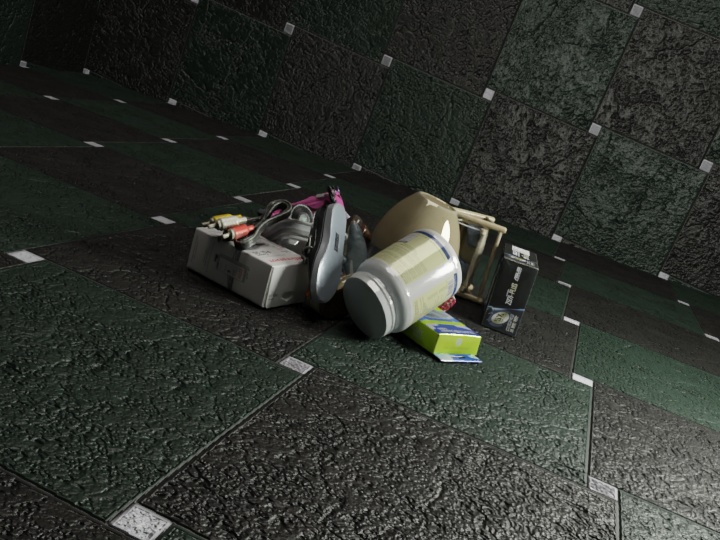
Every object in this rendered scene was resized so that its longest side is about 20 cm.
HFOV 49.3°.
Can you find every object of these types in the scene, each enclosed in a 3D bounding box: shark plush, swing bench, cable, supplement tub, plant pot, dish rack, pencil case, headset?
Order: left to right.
[{"bbox_3d":[-0.193,-0.094,1.460,0.198,0.051,0.096,-28,43,-36],"label":"cable"},{"bbox_3d":[-0.137,-0.044,1.624,0.168,0.045,0.198,12,-21,-34],"label":"dish rack"},{"bbox_3d":[-0.140,-0.119,1.660,0.195,0.097,0.123,-11,6,-16],"label":"headset"},{"bbox_3d":[-0.131,-0.127,1.838,0.094,0.195,0.093,57,19,-52],"label":"pencil case"},{"bbox_3d":[0.000,0.000,1.641,0.089,0.084,0.204,13,46,-33],"label":"shark plush"},{"bbox_3d":[0.078,0.025,1.470,0.198,0.148,0.144,-30,41,-31],"label":"supplement tub"},{"bbox_3d":[0.136,-0.087,1.677,0.196,0.137,0.201,25,15,-7],"label":"plant pot"},{"bbox_3d":[0.232,-0.051,1.963,0.195,0.204,0.130,14,14,-10],"label":"swing bench"}]

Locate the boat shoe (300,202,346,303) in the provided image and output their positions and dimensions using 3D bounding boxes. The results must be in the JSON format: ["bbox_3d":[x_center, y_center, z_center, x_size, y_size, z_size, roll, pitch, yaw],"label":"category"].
[{"bbox_3d":[-0.077,-0.032,1.466,0.067,0.205,0.073,-8,-26,30],"label":"boat shoe"}]

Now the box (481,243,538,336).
[{"bbox_3d":[0.350,0.041,1.838,0.084,0.168,0.200,18,15,7],"label":"box"}]

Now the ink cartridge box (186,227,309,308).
[{"bbox_3d":[-0.208,-0.011,1.498,0.197,0.085,0.145,25,15,26],"label":"ink cartridge box"}]

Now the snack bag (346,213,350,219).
[{"bbox_3d":[0.006,-0.078,1.949,0.201,0.021,0.189,50,2,-25],"label":"snack bag"}]

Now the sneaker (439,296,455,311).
[{"bbox_3d":[0.125,0.031,1.663,0.198,0.080,0.076,29,33,-33],"label":"sneaker"}]

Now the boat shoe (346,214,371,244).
[{"bbox_3d":[-0.044,-0.055,1.782,0.071,0.077,0.199,40,-33,-17],"label":"boat shoe"}]

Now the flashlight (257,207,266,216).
[{"bbox_3d":[-0.165,-0.096,1.933,0.197,0.070,0.067,21,18,31],"label":"flashlight"}]

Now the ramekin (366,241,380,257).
[{"bbox_3d":[0.083,-0.007,1.775,0.198,0.096,0.203,25,14,-6],"label":"ramekin"}]

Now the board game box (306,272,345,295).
[{"bbox_3d":[-0.080,0.025,1.649,0.094,0.031,0.199,24,17,20],"label":"board game box"}]

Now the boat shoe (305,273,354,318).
[{"bbox_3d":[-0.019,0.039,1.532,0.197,0.074,0.064,-20,26,-39],"label":"boat shoe"}]

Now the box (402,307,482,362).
[{"bbox_3d":[0.143,0.115,1.539,0.120,0.049,0.199,7,17,-37],"label":"box"}]
